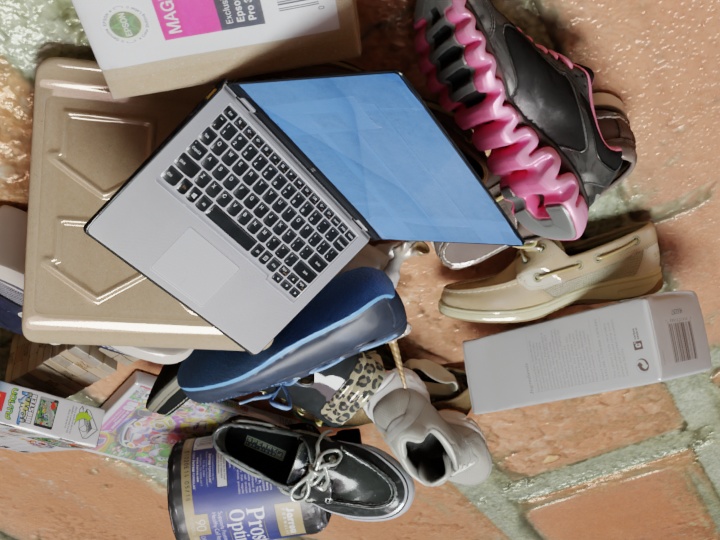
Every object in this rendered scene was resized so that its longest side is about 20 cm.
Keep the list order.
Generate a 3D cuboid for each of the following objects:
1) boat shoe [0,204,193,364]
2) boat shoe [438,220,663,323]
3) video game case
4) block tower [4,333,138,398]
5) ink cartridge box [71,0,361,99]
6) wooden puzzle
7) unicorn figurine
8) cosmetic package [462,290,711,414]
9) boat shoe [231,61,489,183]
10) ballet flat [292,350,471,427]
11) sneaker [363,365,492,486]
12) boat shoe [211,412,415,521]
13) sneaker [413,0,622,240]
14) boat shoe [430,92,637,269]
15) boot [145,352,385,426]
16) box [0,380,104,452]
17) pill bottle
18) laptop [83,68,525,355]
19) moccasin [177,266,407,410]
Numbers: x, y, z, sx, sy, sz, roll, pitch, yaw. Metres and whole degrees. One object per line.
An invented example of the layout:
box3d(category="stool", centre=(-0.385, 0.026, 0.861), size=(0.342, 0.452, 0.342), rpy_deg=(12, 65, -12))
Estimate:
box3d(category="boat shoe", centre=(-0.223, 0.028, 0.778), size=(0.198, 0.075, 0.093), rpy_deg=(30, 142, 1))
box3d(category="boat shoe", centre=(0.162, 0.000, 0.846), size=(0.196, 0.072, 0.066), rpy_deg=(-10, 103, 4))
box3d(category="video game case", centre=(-0.184, 0.174, 1.038), size=(0.198, 0.018, 0.143), rpy_deg=(23, 132, -32))
box3d(category="block tower", centre=(-0.221, 0.051, 0.850), size=(0.197, 0.059, 0.054), rpy_deg=(-26, 139, 24))
box3d(category="ink cartridge box", centre=(-0.091, -0.203, 0.539), size=(0.161, 0.076, 0.202), rpy_deg=(-10, 143, 2))
box3d(category="wooden puzzle", centre=(-0.144, -0.043, 0.704), size=(0.181, 0.046, 0.204), rpy_deg=(4, 105, -17))
box3d(category="unicorn figurine", centre=(0.000, 0.000, 0.819), size=(0.198, 0.075, 0.137), rpy_deg=(29, 140, -17))
box3d(category="cosmetic package", centre=(0.197, 0.075, 0.867), size=(0.198, 0.076, 0.101), rpy_deg=(-17, 169, 43))
box3d(category="boat shoe", centre=(0.005, -0.097, 0.675), size=(0.196, 0.068, 0.073), rpy_deg=(11, 111, -25))
box3d(category="ballet flat", centre=(0.030, 0.115, 0.963), size=(0.196, 0.069, 0.073), rpy_deg=(7, 132, -21))
box3d(category="sneaker", centre=(0.072, 0.177, 0.931), size=(0.075, 0.093, 0.200), rpy_deg=(-37, 134, 14))
box3d(category="boat shoe", centre=(-0.045, 0.182, 0.911), size=(0.196, 0.075, 0.068), rpy_deg=(23, 178, 11))
box3d(category="sneaker", centre=(0.112, -0.122, 0.657), size=(0.095, 0.079, 0.202), rpy_deg=(-41, 110, -18))
box3d(category="boat shoe", centre=(0.131, -0.055, 0.769), size=(0.071, 0.060, 0.199), rpy_deg=(27, 131, -35))
box3d(category="boot", centre=(-0.090, 0.102, 0.888), size=(0.153, 0.074, 0.203), rpy_deg=(38, 122, -19))
box3d(category="box", centre=(-0.323, 0.136, 0.892), size=(0.109, 0.035, 0.198), rpy_deg=(23, 157, -32))
box3d(category="pill bottle", centre=(-0.092, 0.219, 1.004), size=(0.195, 0.113, 0.113), rpy_deg=(-8, 142, 1))
box3d(category="laptop", centre=(-0.031, -0.022, 0.621), size=(0.200, 0.116, 0.187), rpy_deg=(-44, 137, 2))
box3d(category="moccasin", centre=(-0.053, 0.069, 0.777), size=(0.197, 0.081, 0.068), rpy_deg=(-20, 132, 20))
